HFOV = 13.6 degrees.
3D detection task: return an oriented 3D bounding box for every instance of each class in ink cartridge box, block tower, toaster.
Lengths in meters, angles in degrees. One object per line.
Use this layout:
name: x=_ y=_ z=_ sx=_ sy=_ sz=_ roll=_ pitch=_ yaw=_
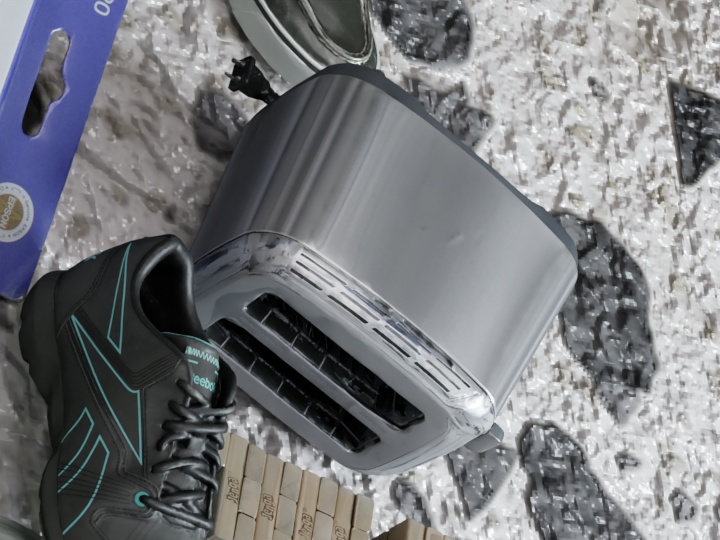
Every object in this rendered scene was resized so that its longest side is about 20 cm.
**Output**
ink cartridge box: x=-0.191 y=-0.111 z=1.299 sx=0.199 sy=0.041 sz=0.201 roll=24 pitch=76 yaw=-29
block tower: x=-0.003 y=0.139 z=1.363 sx=0.199 sy=0.054 sz=0.058 roll=28 pitch=52 yaw=-26
toaster: x=0.000 y=0.000 z=1.399 sx=0.200 sy=0.113 sz=0.130 roll=40 pitch=50 yaw=-19

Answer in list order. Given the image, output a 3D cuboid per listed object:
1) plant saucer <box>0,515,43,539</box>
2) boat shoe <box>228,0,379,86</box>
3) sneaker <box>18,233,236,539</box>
plant saucer: x=-0.152 y=0.183 z=1.218 sx=0.199 sy=0.050 sz=0.201 roll=20 pitch=56 yaw=-32
boat shoe: x=-0.037 y=-0.178 z=1.495 sx=0.071 sy=0.064 sz=0.201 roll=-20 pitch=81 yaw=-44
sneaker: x=-0.093 y=0.073 z=1.279 sx=0.075 sy=0.079 sz=0.201 roll=28 pitch=40 yaw=-51
